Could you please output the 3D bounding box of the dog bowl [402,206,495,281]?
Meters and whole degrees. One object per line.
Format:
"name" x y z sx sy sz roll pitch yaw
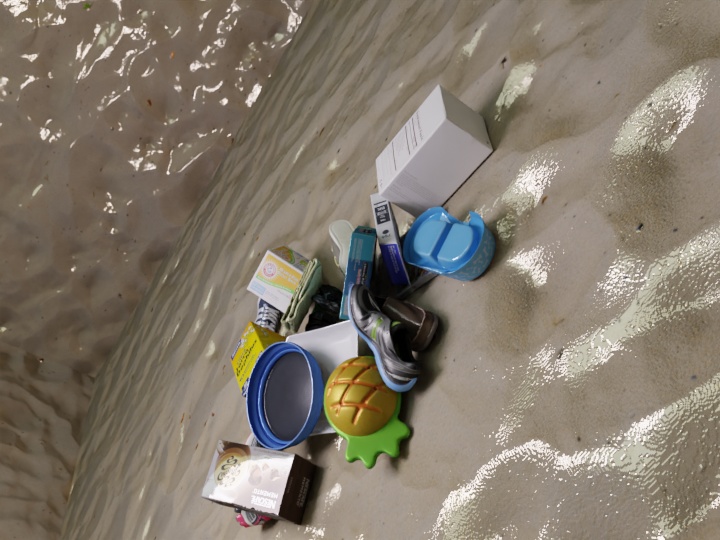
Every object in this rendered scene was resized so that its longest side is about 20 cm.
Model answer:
"dog bowl" 0.151 -0.042 1.174 0.199 0.049 0.113 18 78 58

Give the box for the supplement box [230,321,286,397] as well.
"supplement box" -0.218 0.218 1.598 0.110 0.108 0.200 -60 25 6

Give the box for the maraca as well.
"maraca" 0.008 0.230 1.152 0.135 0.108 0.202 -26 49 4

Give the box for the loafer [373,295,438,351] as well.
"loafer" 0.065 0.088 1.215 0.199 0.070 0.074 12 76 64

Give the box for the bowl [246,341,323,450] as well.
"bowl" -0.146 0.242 1.343 0.198 0.039 0.206 -14 69 41

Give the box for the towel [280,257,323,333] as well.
"towel" -0.120 0.060 1.460 0.200 0.036 0.151 109 -174 -78

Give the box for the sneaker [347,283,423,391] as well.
"sneaker" 0.045 0.101 1.156 0.083 0.070 0.202 -48 58 31

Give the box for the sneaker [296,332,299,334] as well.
"sneaker" -0.119 0.212 1.456 0.091 0.066 0.200 -55 29 6

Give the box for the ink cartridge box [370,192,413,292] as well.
"ink cartridge box" 0.056 -0.053 1.293 0.038 0.101 0.202 -16 38 5

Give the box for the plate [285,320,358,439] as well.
"plate" -0.068 0.211 1.327 0.197 0.032 0.205 -18 65 39

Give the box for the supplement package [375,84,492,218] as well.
"supplement package" 0.135 -0.218 1.311 0.200 0.120 0.121 -46 29 32

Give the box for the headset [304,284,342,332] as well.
"headset" -0.085 0.084 1.486 0.126 0.092 0.200 -70 14 -13

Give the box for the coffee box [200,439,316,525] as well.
"coffee box" -0.194 0.402 1.321 0.196 0.080 0.115 1 62 33

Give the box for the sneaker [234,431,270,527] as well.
"sneaker" -0.198 0.419 1.421 0.073 0.080 0.204 -20 52 30

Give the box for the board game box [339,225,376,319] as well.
"board game box" 0.000 0.000 1.313 0.200 0.046 0.155 -68 -14 -82

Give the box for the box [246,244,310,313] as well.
"box" -0.177 0.016 1.624 0.103 0.111 0.200 -59 0 7

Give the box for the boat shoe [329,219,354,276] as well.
"boat shoe" -0.020 -0.027 1.504 0.204 0.070 0.061 -114 14 -45

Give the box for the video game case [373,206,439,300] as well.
"video game case" 0.090 -0.015 1.328 0.199 0.018 0.146 -38 35 43

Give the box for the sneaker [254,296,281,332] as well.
"sneaker" -0.237 0.135 1.758 0.204 0.069 0.108 -68 19 7
